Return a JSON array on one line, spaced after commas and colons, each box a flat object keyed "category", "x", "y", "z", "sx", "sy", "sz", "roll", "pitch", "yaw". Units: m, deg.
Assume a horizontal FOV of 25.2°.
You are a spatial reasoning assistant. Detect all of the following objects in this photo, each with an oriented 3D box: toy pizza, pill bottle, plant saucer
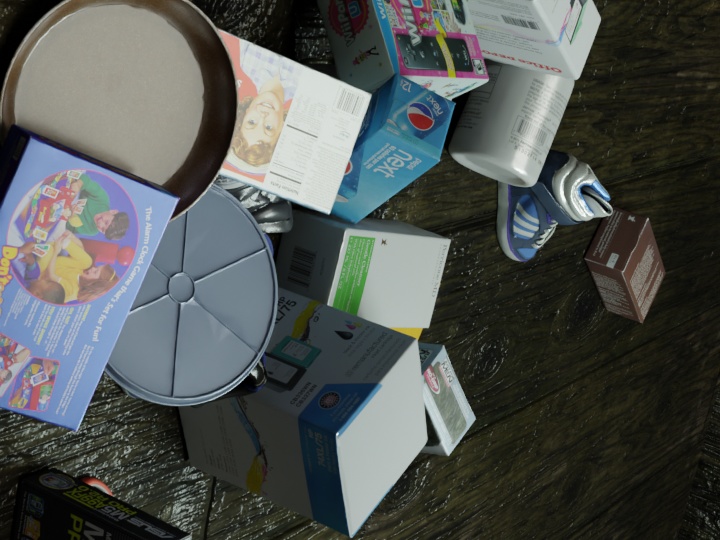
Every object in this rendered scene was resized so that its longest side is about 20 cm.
[{"category": "toy pizza", "x": -0.162, "y": 0.016, "z": 1.399, "sx": 0.199, "sy": 0.032, "sz": 0.203, "roll": 4, "pitch": 82, "yaw": -33}, {"category": "pill bottle", "x": 0.190, "y": -0.211, "z": 1.915, "sx": 0.114, "sy": 0.114, "sz": 0.202, "roll": 31, "pitch": 80, "yaw": -63}, {"category": "plant saucer", "x": -0.190, "y": -0.126, "z": 1.259, "sx": 0.198, "sy": 0.032, "sz": 0.202, "roll": -11, "pitch": 113, "yaw": -27}]

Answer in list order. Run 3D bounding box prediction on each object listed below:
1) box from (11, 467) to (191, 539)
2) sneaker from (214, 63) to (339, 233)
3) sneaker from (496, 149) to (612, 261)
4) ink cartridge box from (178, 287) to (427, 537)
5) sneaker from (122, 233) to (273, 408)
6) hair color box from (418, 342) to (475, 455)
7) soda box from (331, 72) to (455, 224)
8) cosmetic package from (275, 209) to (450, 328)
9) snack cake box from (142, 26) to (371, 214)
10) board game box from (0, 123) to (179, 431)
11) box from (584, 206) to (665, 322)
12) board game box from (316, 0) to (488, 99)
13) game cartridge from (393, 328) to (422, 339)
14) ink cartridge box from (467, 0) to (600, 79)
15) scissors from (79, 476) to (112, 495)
[{"category": "box", "x": -0.235, "y": 0.293, "z": 1.392, "sx": 0.044, "sy": 0.159, "sz": 0.202, "roll": -15, "pitch": 121, "yaw": -58}, {"category": "sneaker", "x": -0.077, "y": -0.109, "z": 1.524, "sx": 0.200, "sy": 0.075, "sz": 0.115, "roll": -43, "pitch": 144, "yaw": -33}, {"category": "sneaker", "x": 0.257, "y": -0.071, "z": 2.101, "sx": 0.081, "sy": 0.145, "sz": 0.201, "roll": -50, "pitch": 147, "yaw": -34}, {"category": "ink cartridge box", "x": -0.059, "y": 0.130, "z": 1.574, "sx": 0.147, "sy": 0.199, "sz": 0.147, "roll": -47, "pitch": 144, "yaw": -38}, {"category": "sneaker", "x": -0.122, "y": 0.058, "z": 1.500, "sx": 0.200, "sy": 0.114, "sz": 0.081, "roll": -54, "pitch": 150, "yaw": -29}, {"category": "hair color box", "x": 0.013, "y": 0.127, "z": 1.685, "sx": 0.061, "sy": 0.199, "sz": 0.100, "roll": -49, "pitch": 126, "yaw": -36}, {"category": "soda box", "x": 0.013, "y": -0.112, "z": 1.543, "sx": 0.200, "sy": 0.067, "sz": 0.065, "roll": -35, "pitch": -145, "yaw": 61}, {"category": "cosmetic package", "x": 0.000, "y": 0.000, "z": 1.703, "sx": 0.199, "sy": 0.084, "sz": 0.109, "roll": 2, "pitch": 104, "yaw": -53}, {"category": "snack cake box", "x": -0.098, "y": -0.134, "z": 1.383, "sx": 0.199, "sy": 0.067, "sz": 0.116, "roll": 19, "pitch": 93, "yaw": -38}, {"category": "board game box", "x": -0.240, "y": 0.008, "z": 1.230, "sx": 0.134, "sy": 0.045, "sz": 0.202, "roll": 22, "pitch": 94, "yaw": -34}, {"category": "box", "x": 0.418, "y": -0.007, "z": 2.537, "sx": 0.101, "sy": 0.074, "sz": 0.200, "roll": -62, "pitch": 154, "yaw": -16}, {"category": "board game box", "x": 0.038, "y": -0.245, "z": 1.575, "sx": 0.199, "sy": 0.064, "sz": 0.149, "roll": -10, "pitch": 82, "yaw": -57}, {"category": "game cartridge", "x": 0.019, "y": 0.073, "z": 1.880, "sx": 0.202, "sy": 0.032, "sz": 0.176, "roll": -68, "pitch": 154, "yaw": -11}, {"category": "ink cartridge box", "x": 0.168, "y": -0.301, "z": 1.775, "sx": 0.085, "sy": 0.144, "sz": 0.200, "roll": -67, "pitch": 154, "yaw": -10}, {"category": "scissors", "x": -0.234, "y": 0.257, "z": 1.532, "sx": 0.074, "sy": 0.014, "sz": 0.200, "roll": -63, "pitch": 151, "yaw": -18}]
